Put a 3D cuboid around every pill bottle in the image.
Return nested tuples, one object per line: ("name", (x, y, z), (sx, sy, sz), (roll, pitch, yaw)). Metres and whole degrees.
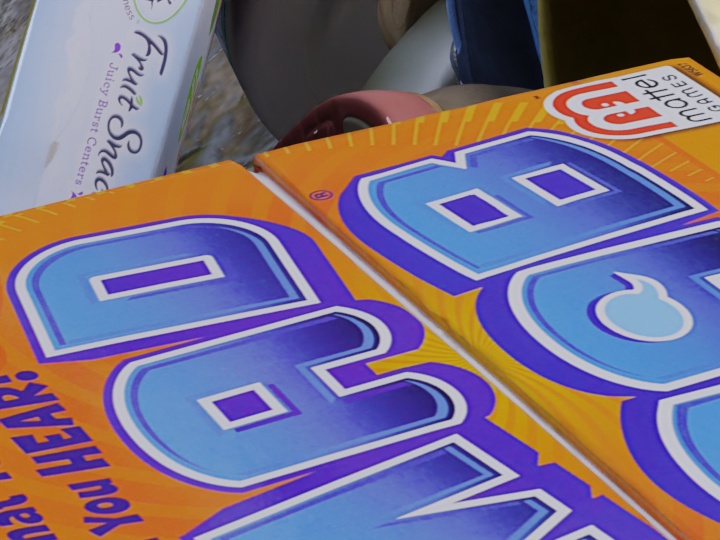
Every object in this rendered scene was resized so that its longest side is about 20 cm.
("pill bottle", (-0.008, -0.119, 1.038), (0.111, 0.111, 0.200), (-36, 29, 6))

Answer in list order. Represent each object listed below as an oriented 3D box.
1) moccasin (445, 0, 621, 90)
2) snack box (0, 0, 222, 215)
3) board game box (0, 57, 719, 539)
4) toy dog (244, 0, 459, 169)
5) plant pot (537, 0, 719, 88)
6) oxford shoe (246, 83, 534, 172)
("moccasin", (0.063, -0.061, 0.796), (0.080, 0.201, 0.068), (-20, 35, -17))
("snack box", (-0.080, -0.041, 0.876), (0.142, 0.053, 0.201), (115, 171, -79))
("board game box", (0.025, 0.105, 0.511), (0.199, 0.201, 0.200), (-14, 28, -22))
("toy dog", (0.025, -0.013, 0.906), (0.200, 0.096, 0.132), (-46, 29, 21))
("plant pot", (0.139, -0.018, 0.678), (0.141, 0.201, 0.200), (-17, 28, -7))
("oxford shoe", (0.000, 0.000, 0.735), (0.074, 0.071, 0.200), (-11, -4, -27))
